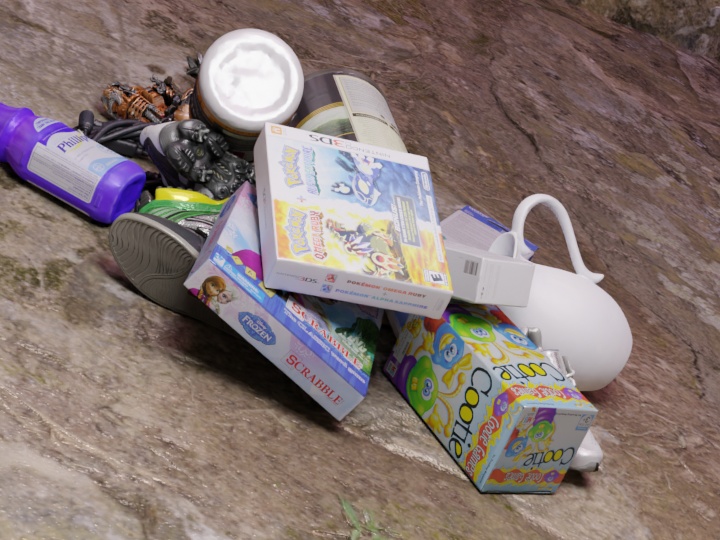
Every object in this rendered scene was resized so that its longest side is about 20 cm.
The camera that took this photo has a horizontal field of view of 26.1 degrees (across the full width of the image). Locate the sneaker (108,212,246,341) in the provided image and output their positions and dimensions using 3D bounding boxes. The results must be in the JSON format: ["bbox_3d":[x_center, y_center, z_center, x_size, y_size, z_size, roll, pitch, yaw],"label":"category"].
[{"bbox_3d":[-0.160,-0.005,1.587,0.199,0.075,0.106,33,24,-7],"label":"sneaker"}]

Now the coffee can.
[{"bbox_3d":[-0.016,-0.124,1.797,0.145,0.147,0.200,15,29,-22],"label":"coffee can"}]

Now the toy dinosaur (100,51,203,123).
[{"bbox_3d":[-0.220,-0.185,1.935,0.200,0.102,0.136,41,36,-9],"label":"toy dinosaur"}]

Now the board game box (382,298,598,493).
[{"bbox_3d":[0.128,0.121,1.566,0.104,0.103,0.200,7,29,-37],"label":"board game box"}]

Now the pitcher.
[{"bbox_3d":[0.222,0.028,1.751,0.200,0.172,0.121,35,-4,-19],"label":"pitcher"}]

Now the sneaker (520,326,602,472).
[{"bbox_3d":[0.194,0.134,1.628,0.074,0.087,0.200,10,28,-36],"label":"sneaker"}]

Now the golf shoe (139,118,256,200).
[{"bbox_3d":[-0.168,-0.103,1.730,0.094,0.078,0.200,14,-27,40],"label":"golf shoe"}]

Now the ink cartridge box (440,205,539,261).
[{"bbox_3d":[0.147,-0.022,1.982,0.119,0.042,0.200,30,26,12],"label":"ink cartridge box"}]

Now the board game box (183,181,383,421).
[{"bbox_3d":[-0.068,0.025,1.522,0.200,0.041,0.200,42,22,-13],"label":"board game box"}]

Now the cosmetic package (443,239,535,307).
[{"bbox_3d":[0.079,-0.005,1.617,0.082,0.051,0.199,3,9,-43],"label":"cosmetic package"}]

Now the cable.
[{"bbox_3d":[-0.242,-0.124,1.792,0.199,0.051,0.163,22,23,-9],"label":"cable"}]

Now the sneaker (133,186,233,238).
[{"bbox_3d":[-0.142,-0.033,1.667,0.198,0.078,0.086,1,47,-14],"label":"sneaker"}]

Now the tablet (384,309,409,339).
[{"bbox_3d":[0.098,0.045,1.752,0.199,0.014,0.131,8,52,-42],"label":"tablet"}]

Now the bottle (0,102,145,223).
[{"bbox_3d":[-0.332,-0.124,1.678,0.199,0.066,0.084,29,24,10],"label":"bottle"}]

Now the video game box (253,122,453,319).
[{"bbox_3d":[-0.010,-0.052,1.528,0.181,0.047,0.201,9,43,-17],"label":"video game box"}]

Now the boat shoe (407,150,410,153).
[{"bbox_3d":[0.036,-0.139,2.099,0.073,0.063,0.201,27,21,12],"label":"boat shoe"}]

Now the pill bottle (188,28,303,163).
[{"bbox_3d":[-0.133,-0.186,1.744,0.116,0.117,0.200,22,-15,-6],"label":"pill bottle"}]

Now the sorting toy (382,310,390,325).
[{"bbox_3d":[0.000,0.000,1.799,0.184,0.037,0.200,14,30,-24],"label":"sorting toy"}]
